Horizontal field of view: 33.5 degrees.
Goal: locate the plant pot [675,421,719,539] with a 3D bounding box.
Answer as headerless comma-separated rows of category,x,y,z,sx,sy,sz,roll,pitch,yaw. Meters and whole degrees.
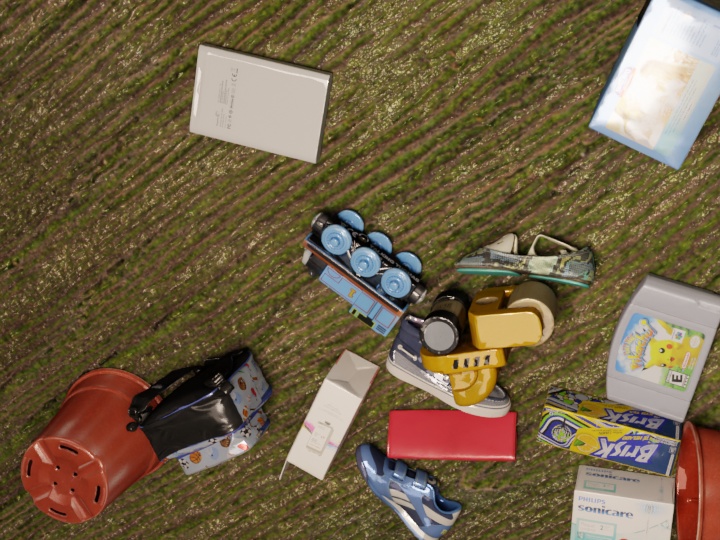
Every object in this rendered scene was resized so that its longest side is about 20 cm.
plant pot,0.552,0.316,1.665,0.194,0.201,0.202,2,110,6

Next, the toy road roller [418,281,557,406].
toy road roller,0.182,0.105,1.681,0.199,0.123,0.147,-9,105,16

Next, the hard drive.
hard drive,-0.146,-0.243,1.740,0.199,0.026,0.133,15,113,10

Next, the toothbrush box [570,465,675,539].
toothbrush box,0.388,0.406,1.792,0.145,0.085,0.201,7,110,13

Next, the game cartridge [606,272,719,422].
game cartridge,0.425,0.110,1.702,0.133,0.040,0.201,18,113,13

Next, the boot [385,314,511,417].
boot,0.138,0.141,1.772,0.199,0.073,0.091,22,119,8

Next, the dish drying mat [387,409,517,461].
dish drying mat,0.139,0.251,1.823,0.199,0.018,0.077,-1,67,16

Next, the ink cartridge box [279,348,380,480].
ink cartridge box,-0.049,0.235,1.836,0.067,0.117,0.201,28,115,4

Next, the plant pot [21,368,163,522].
plant pot,-0.428,0.289,1.911,0.199,0.195,0.202,5,111,13

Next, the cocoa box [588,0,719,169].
cocoa box,0.394,-0.255,1.524,0.133,0.131,0.201,26,114,5

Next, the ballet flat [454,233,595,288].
ballet flat,0.234,-0.019,1.700,0.199,0.074,0.075,7,111,11

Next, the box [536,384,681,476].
box,0.362,0.233,1.744,0.199,0.070,0.065,13,115,11

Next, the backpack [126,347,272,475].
backpack,-0.222,0.209,1.837,0.199,0.191,0.155,-19,109,25

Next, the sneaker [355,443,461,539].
sneaker,0.074,0.334,1.865,0.082,0.074,0.200,-42,100,20

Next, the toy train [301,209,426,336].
toy train,0.000,0.000,1.757,0.200,0.087,0.114,35,121,1
